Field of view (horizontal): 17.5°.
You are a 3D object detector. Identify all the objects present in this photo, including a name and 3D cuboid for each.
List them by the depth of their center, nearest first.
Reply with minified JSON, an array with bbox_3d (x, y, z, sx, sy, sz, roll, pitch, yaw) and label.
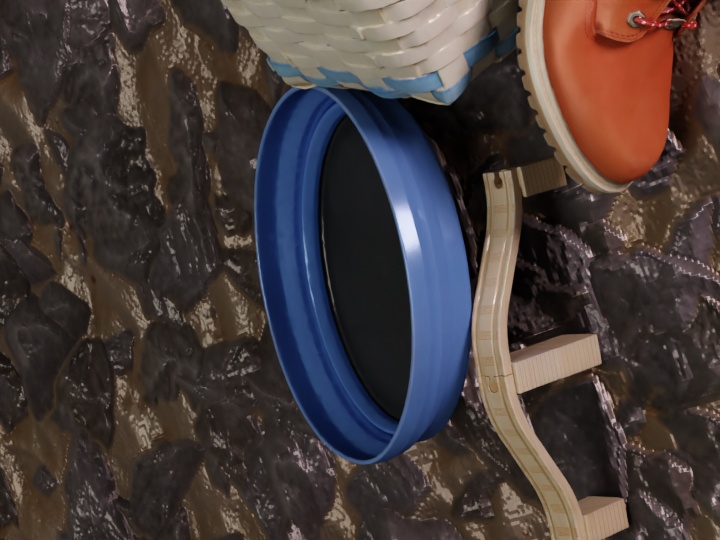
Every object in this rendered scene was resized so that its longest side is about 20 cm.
[{"bbox_3d":[0.130,-0.130,1.057,0.107,0.075,0.200,8,108,41],"label":"boot"},{"bbox_3d":[-0.009,-0.185,1.121,0.176,0.139,0.200,15,144,44],"label":"basket"},{"bbox_3d":[0.088,0.047,1.163,0.027,0.067,0.200,-3,100,48],"label":"toy bridge"},{"bbox_3d":[0.000,0.000,1.223,0.201,0.039,0.201,171,90,-67],"label":"bowl"}]
